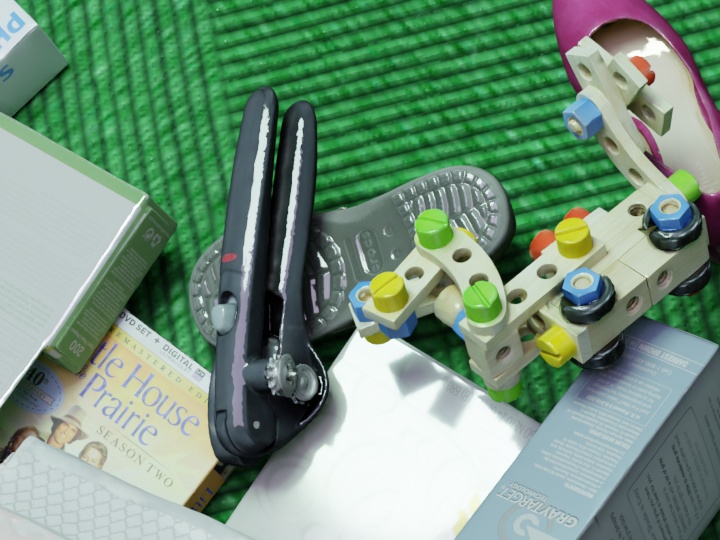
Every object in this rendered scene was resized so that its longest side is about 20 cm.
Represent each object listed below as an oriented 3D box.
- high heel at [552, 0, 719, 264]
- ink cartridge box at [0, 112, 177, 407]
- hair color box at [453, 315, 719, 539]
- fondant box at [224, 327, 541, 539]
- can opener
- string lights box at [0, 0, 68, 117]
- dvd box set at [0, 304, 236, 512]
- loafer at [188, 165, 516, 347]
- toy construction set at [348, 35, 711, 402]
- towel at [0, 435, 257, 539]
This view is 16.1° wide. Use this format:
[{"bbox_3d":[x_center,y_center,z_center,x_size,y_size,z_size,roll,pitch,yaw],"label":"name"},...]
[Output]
[{"bbox_3d":[0.153,-0.097,1.362,0.067,0.096,0.201,-23,68,4],"label":"high heel"},{"bbox_3d":[-0.215,0.018,1.406,0.145,0.048,0.200,29,80,29],"label":"ink cartridge box"},{"bbox_3d":[0.112,0.129,1.260,0.061,0.099,0.200,21,61,36],"label":"hair color box"},{"bbox_3d":[0.011,0.148,1.330,0.144,0.058,0.200,30,81,21],"label":"fondant box"},{"bbox_3d":[-0.053,0.002,1.329,0.078,0.063,0.201,-2,80,39],"label":"can opener"},{"bbox_3d":[-0.278,-0.161,1.503,0.103,0.059,0.200,-43,68,-4],"label":"string lights box"},{"bbox_3d":[-0.165,0.119,1.394,0.146,0.029,0.200,36,82,22],"label":"dvd box set"},{"bbox_3d":[0.000,0.000,1.382,0.199,0.070,0.076,-15,77,23],"label":"loafer"},{"bbox_3d":[0.097,-0.017,1.273,0.200,0.092,0.131,-48,49,-9],"label":"toy construction set"},{"bbox_3d":[-0.138,0.170,1.250,0.199,0.032,0.191,23,38,20],"label":"towel"}]
